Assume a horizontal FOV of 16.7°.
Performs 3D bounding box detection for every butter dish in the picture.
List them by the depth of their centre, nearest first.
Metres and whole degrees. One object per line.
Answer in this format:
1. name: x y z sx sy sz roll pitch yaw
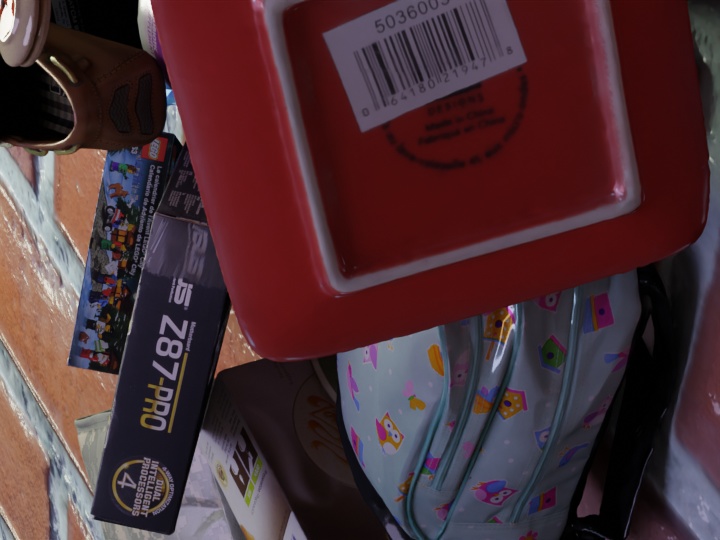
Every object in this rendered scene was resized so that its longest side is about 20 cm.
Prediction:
1. butter dish: 0.021 -0.093 0.972 0.148 0.199 0.200 -114 9 -60

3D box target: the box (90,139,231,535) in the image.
1. box: -0.090 0.020 1.247 0.200 0.049 0.162 -83 5 -72

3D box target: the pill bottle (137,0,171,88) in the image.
1. pill bottle: -0.023 -0.103 1.196 0.200 0.112 0.113 39 139 53

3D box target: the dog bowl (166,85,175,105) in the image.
1. dog bowl: -0.090 -0.135 1.401 0.200 0.049 0.112 38 138 53

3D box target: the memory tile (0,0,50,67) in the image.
1. memory tile: -0.158 -0.215 1.207 0.201 0.017 0.154 -64 35 34

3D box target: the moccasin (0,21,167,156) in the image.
1. moccasin: -0.188 -0.093 1.280 0.201 0.077 0.074 22 117 43

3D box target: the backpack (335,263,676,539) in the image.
1. backpack: 0.057 0.034 1.091 0.167 0.126 0.201 62 151 33

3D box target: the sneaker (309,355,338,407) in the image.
1. sneaker: 0.000 0.000 1.262 0.090 0.067 0.201 98 150 -52

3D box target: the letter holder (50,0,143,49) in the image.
1. letter holder: -0.221 -0.201 1.397 0.141 0.100 0.201 -8 98 38

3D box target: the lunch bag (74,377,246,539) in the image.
1. lunch bag: -0.089 0.148 1.495 0.200 0.117 0.165 163 91 -71

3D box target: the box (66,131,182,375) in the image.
1. box: -0.133 -0.010 1.437 0.200 0.037 0.138 154 127 -88

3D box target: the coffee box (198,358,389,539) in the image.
1. coffee box: 0.010 0.137 1.273 0.201 0.114 0.080 61 152 28
